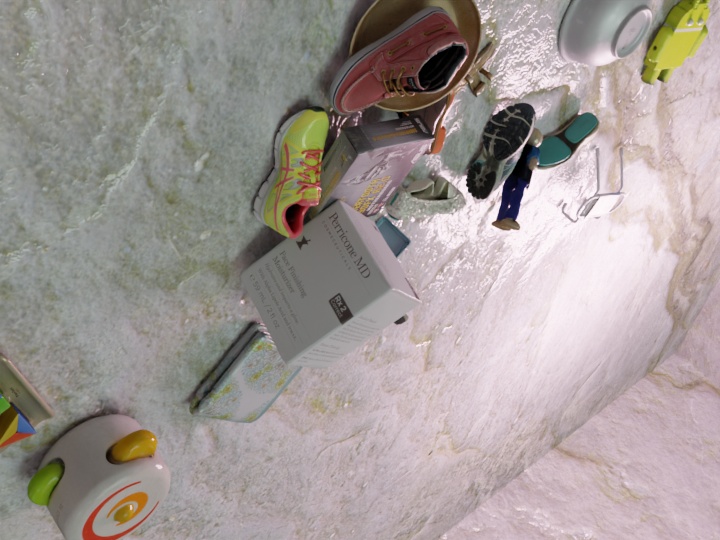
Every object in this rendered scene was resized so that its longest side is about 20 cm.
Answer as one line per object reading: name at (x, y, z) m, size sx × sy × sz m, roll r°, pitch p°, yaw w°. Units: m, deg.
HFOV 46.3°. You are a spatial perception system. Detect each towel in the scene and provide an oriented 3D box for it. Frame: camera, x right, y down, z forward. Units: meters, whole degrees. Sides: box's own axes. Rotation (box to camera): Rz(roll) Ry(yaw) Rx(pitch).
towel at (-0.191, 0.186, 1.491) m, size 0.201 × 0.048 × 0.171 m, roll -50°, pitch 147°, yaw 8°

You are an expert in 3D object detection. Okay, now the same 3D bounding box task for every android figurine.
android figurine at (0.665, -0.485, 1.762) m, size 0.180 × 0.041 × 0.202 m, roll -15°, pitch 140°, yaw -42°

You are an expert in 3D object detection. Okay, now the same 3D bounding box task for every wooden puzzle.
wooden puzzle at (-0.519, 0.217, 1.109) m, size 0.199 × 0.046 × 0.186 m, roll -35°, pitch 149°, yaw -18°

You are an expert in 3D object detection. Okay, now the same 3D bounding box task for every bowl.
bowl at (0.452, -0.441, 1.493) m, size 0.200 × 0.090 × 0.203 m, roll -31°, pitch 147°, yaw -23°

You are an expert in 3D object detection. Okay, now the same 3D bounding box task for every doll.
doll at (0.301, -0.178, 1.608) m, size 0.048 × 0.136 × 0.203 m, roll 20°, pitch 84°, yaw -16°

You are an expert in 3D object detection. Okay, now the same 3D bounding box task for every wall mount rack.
wall mount rack at (0.554, -0.194, 1.951) m, size 0.198 × 0.075 × 0.175 m, roll -10°, pitch 139°, yaw -46°

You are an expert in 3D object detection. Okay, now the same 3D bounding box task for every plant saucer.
plant saucer at (0.000, 0.000, 1.490) m, size 0.200 × 0.070 × 0.019 m, roll -48°, pitch 178°, yaw 3°
plant saucer at (0.072, -0.317, 1.170) m, size 0.197 × 0.036 × 0.202 m, roll -14°, pitch 135°, yaw -13°

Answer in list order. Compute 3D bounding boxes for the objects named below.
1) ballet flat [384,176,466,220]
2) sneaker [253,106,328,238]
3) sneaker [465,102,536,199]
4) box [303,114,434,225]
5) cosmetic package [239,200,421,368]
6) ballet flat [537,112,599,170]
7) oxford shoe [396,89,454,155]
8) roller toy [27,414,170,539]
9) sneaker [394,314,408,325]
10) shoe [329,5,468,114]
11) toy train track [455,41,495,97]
ballet flat at (0.126, -0.131, 1.480) m, size 0.198 × 0.072 × 0.072 m, roll -16°, pitch 139°, yaw -44°
sneaker at (-0.081, -0.134, 1.192) m, size 0.077 × 0.090 × 0.202 m, roll -10°, pitch 134°, yaw -43°
sneaker at (0.264, -0.227, 1.551) m, size 0.086 × 0.078 × 0.201 m, roll -28°, pitch 155°, yaw -49°
box at (0.001, -0.143, 1.270) m, size 0.157 × 0.049 × 0.200 m, roll -19°, pitch 158°, yaw -40°
cosmetic package at (-0.043, 0.028, 1.300) m, size 0.199 × 0.166 × 0.165 m, roll -36°, pitch 162°, yaw 12°
ballet flat at (0.409, -0.248, 1.706) m, size 0.199 × 0.069 × 0.070 m, roll -33°, pitch 148°, yaw -21°
oxford shoe at (0.095, -0.257, 1.289) m, size 0.071 × 0.071 × 0.202 m, roll -16°, pitch 135°, yaw -19°
roller toy at (-0.394, 0.332, 1.315) m, size 0.199 × 0.140 × 0.184 m, roll -36°, pitch 150°, yaw -16°
sneaker at (0.012, 0.070, 1.590) m, size 0.106 × 0.075 × 0.200 m, roll -42°, pitch 141°, yaw 3°
shoe at (0.049, -0.262, 1.118) m, size 0.199 × 0.092 × 0.071 m, roll -36°, pitch 136°, yaw 11°
toy train track at (0.170, -0.330, 1.328) m, size 0.115 × 0.033 × 0.200 m, roll -46°, pitch 149°, yaw 1°
